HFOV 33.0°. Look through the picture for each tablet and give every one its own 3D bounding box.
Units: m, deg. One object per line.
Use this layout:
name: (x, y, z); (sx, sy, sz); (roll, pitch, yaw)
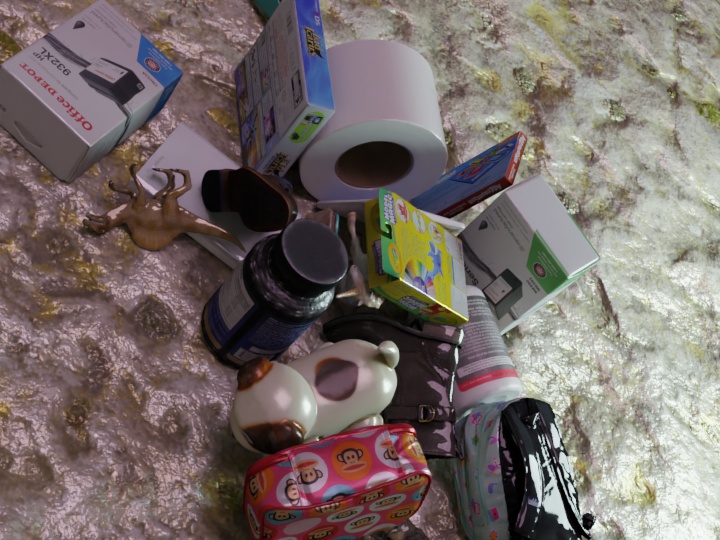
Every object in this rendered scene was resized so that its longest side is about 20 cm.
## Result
tablet: (0.036, -0.071, 1.598); (0.130, 0.200, 0.014); (15, 86, -26)

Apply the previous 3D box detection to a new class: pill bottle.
pill bottle: (0.126, 0.089, 1.594); (0.110, 0.111, 0.201); (-4, 63, -37)
pill bottle: (-0.098, 0.027, 1.415); (0.111, 0.200, 0.112); (18, 52, -24)

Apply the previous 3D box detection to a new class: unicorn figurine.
unicorn figurine: (0.000, 0.000, 1.513); (0.073, 0.200, 0.138); (-6, 69, -3)

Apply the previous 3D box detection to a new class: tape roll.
tape roll: (0.010, -0.195, 1.646); (0.202, 0.203, 0.140); (11, 55, -29)

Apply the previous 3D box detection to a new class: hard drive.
hard drive: (-0.183, -0.088, 1.558); (0.200, 0.026, 0.132); (38, 46, -8)

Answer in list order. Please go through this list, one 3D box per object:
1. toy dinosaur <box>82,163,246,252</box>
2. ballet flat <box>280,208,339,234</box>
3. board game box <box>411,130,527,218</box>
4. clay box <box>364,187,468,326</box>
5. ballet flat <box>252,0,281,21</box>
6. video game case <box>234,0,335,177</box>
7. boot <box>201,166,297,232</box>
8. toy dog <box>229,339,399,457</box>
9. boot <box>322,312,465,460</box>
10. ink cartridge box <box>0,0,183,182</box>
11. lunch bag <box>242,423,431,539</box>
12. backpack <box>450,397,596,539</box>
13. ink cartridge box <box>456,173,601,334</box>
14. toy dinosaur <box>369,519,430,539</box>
toy dinosaur: (-0.237, -0.074, 1.481); (0.199, 0.058, 0.102); (6, 92, -19)
ballet flat: (-0.068, -0.028, 1.495); (0.067, 0.200, 0.068); (6, 73, -6)
board game box: (0.141, -0.115, 1.685); (0.019, 0.200, 0.103); (42, 44, -22)
clay box: (0.062, -0.013, 1.477); (0.200, 0.047, 0.116); (30, 50, -50)
ballet flat: (-0.102, -0.368, 1.785); (0.062, 0.067, 0.201); (-7, 64, -49)
video game case: (-0.104, -0.240, 1.610); (0.045, 0.181, 0.201); (11, 55, -29)
boot: (-0.107, -0.092, 1.473); (0.097, 0.200, 0.075); (-7, 107, -34)
toy dog: (-0.058, 0.153, 1.370); (0.199, 0.194, 0.140); (-8, 74, -48)
boot: (0.038, 0.148, 1.506); (0.199, 0.069, 0.175); (6, 77, 14)
ink cartridge box: (-0.340, -0.225, 1.502); (0.145, 0.084, 0.200); (43, 45, -3)
lunch bag: (-0.028, 0.250, 1.330); (0.199, 0.177, 0.082); (-11, 57, -15)
backpack: (0.189, 0.259, 1.501); (0.166, 0.126, 0.201); (0, 74, -48)
ink cartridge box: (0.207, -0.012, 1.660); (0.084, 0.200, 0.146); (-27, 77, -40)
toy dinosaur: (0.063, 0.338, 1.425); (0.200, 0.047, 0.088); (40, 39, -10)
